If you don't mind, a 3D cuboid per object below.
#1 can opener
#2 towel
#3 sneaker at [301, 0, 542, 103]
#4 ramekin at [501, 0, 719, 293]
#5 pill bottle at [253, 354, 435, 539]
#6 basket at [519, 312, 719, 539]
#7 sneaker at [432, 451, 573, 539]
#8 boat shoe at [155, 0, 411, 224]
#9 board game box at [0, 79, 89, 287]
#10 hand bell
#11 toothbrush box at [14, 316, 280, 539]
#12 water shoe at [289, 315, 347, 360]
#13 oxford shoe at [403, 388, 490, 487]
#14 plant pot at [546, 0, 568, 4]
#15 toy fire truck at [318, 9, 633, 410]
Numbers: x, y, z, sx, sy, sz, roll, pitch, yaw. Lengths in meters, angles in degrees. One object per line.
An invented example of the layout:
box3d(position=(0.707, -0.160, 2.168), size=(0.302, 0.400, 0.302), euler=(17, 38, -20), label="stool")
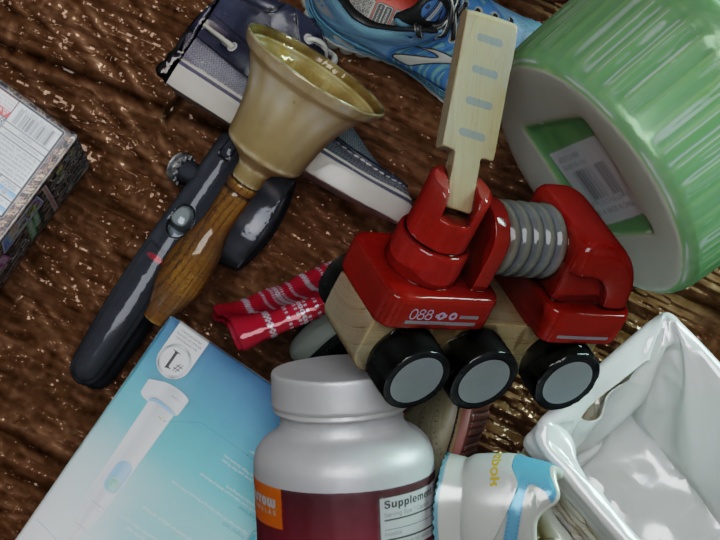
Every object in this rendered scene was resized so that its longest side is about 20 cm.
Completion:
box3d(position=(-0.129, -0.006, 1.571), size=(0.078, 0.063, 0.200), euler=(36, 82, 20), label="can opener")
box3d(position=(0.000, 0.000, 1.533), size=(0.199, 0.145, 0.023), euler=(-24, 97, -5), label="towel")
box3d(position=(0.054, -0.160, 1.588), size=(0.199, 0.090, 0.079), euler=(18, 80, 1), label="sneaker")
box3d(position=(0.174, -0.083, 1.445), size=(0.098, 0.200, 0.200), euler=(-37, 82, -17), label="ramekin")
box3d(position=(-0.009, 0.158, 1.446), size=(0.112, 0.113, 0.201), euler=(-3, 99, -1), label="pill bottle")
box3d(position=(0.199, 0.153, 1.507), size=(0.135, 0.123, 0.200), euler=(-39, 84, -23), label="basket")
box3d(position=(0.095, 0.206, 1.459), size=(0.080, 0.077, 0.201), euler=(-1, 118, 14), label="sneaker")
box3d(position=(-0.034, -0.118, 1.586), size=(0.199, 0.075, 0.093), euler=(33, 89, 5), label="boat shoe")
box3d(position=(-0.303, -0.045, 1.559), size=(0.159, 0.097, 0.200), euler=(35, 81, 5), label="board game box")
box3d(position=(-0.080, -0.047, 1.521), size=(0.104, 0.104, 0.201), euler=(34, 103, 5), label="hand bell")
box3d(position=(-0.120, 0.155, 1.532), size=(0.146, 0.085, 0.201), euler=(33, 80, 3), label="toothbrush box")
box3d(position=(0.052, 0.032, 1.565), size=(0.199, 0.072, 0.079), euler=(-25, 87, -3), label="water shoe")
box3d(position=(0.039, 0.108, 1.521), size=(0.074, 0.070, 0.201), euler=(14, 86, 14), label="oxford shoe")
box3d(position=(0.115, -0.285, 1.569), size=(0.176, 0.200, 0.201), euler=(28, 80, -7), label="plant pot")
box3d(position=(0.083, -0.034, 1.398), size=(0.175, 0.201, 0.129), euler=(3, 38, -34), label="toy fire truck")
